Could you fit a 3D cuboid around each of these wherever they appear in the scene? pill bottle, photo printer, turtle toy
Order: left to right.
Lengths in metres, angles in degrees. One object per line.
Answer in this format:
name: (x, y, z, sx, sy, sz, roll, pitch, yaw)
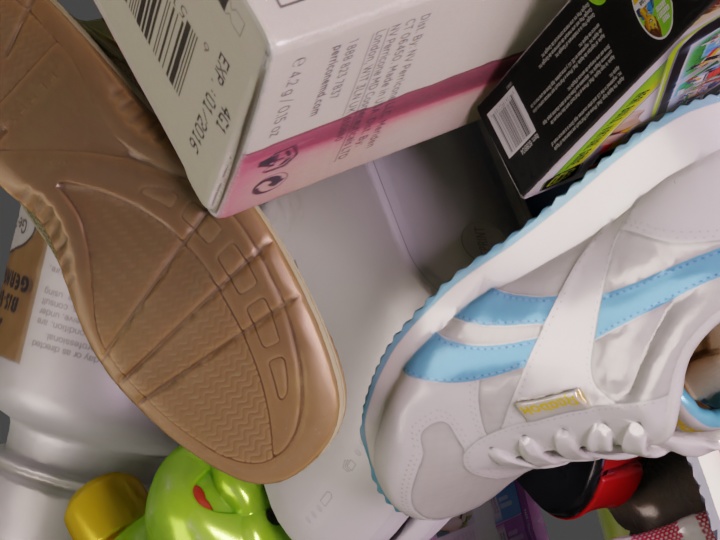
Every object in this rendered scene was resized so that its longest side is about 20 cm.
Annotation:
pill bottle: (-0.110, 0.029, 1.204, 0.114, 0.114, 0.200, 19, 97, 61)
turtle toy: (-0.046, 0.130, 1.087, 0.146, 0.101, 0.200, 55, -179, 26)
photo printer: (0.000, 0.000, 0.988, 0.167, 0.069, 0.200, 117, 143, -44)

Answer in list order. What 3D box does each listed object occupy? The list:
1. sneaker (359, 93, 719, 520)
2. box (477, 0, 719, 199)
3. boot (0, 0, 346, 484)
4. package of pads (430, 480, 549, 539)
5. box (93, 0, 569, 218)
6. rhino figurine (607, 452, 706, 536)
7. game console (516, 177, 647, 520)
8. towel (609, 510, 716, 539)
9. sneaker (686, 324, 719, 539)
sneaker: (0.074, 0.030, 0.830, 0.200, 0.076, 0.081, -44, 60, 36)
box: (0.117, -0.086, 0.755, 0.035, 0.110, 0.200, 65, 157, 11)
boot: (-0.059, -0.016, 0.906, 0.200, 0.073, 0.155, 49, -169, 12)
package of pads: (0.020, 0.083, 1.156, 0.120, 0.076, 0.200, 9, 118, 61)
box: (0.020, -0.121, 0.824, 0.128, 0.200, 0.109, 61, 156, 19)
rhino figurine: (0.130, 0.147, 0.978, 0.087, 0.060, 0.200, -9, 97, 66)
game console: (0.059, -0.024, 0.970, 0.200, 0.031, 0.177, -131, 42, -53)
towel: (0.111, 0.163, 0.936, 0.147, 0.200, 0.030, 69, -159, 0)
sneaker: (0.162, 0.081, 0.844, 0.082, 0.070, 0.200, -26, 85, 47)
